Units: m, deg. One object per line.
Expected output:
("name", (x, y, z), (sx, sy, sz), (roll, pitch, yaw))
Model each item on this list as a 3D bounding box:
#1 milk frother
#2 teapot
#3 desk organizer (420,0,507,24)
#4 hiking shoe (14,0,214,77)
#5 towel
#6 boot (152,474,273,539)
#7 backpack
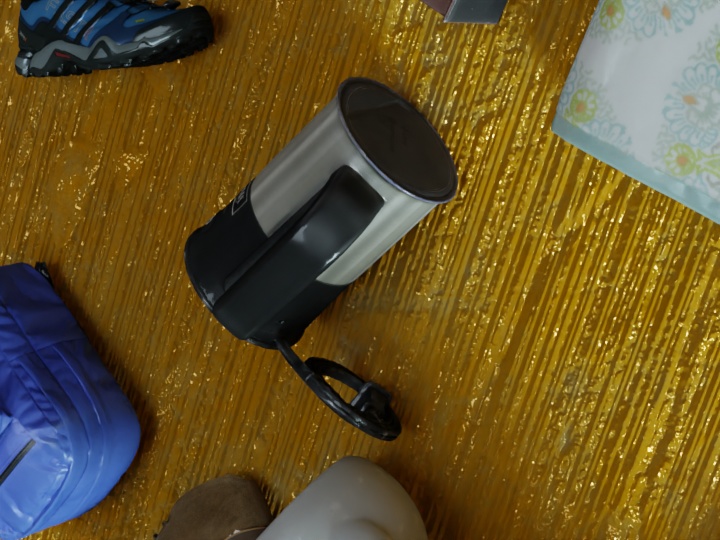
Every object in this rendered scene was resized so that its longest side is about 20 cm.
("milk frother", (0.000, 0.000, 1.510), (0.200, 0.181, 0.188), (34, 123, -22))
("teapot", (-0.013, 0.247, 1.513), (0.146, 0.200, 0.197), (43, 105, 8))
("desk organizer", (0.092, -0.280, 1.434), (0.077, 0.072, 0.200), (37, 115, 27))
("hiking shoe", (-0.206, -0.204, 1.636), (0.200, 0.074, 0.087), (-3, 95, 34))
("towel", (0.239, -0.129, 1.373), (0.200, 0.048, 0.171), (31, 109, 26))
("boot", (-0.147, 0.235, 1.670), (0.200, 0.074, 0.076), (-34, 59, 27))
("backpack", (-0.298, 0.124, 1.688), (0.200, 0.168, 0.163), (50, 126, 14))
